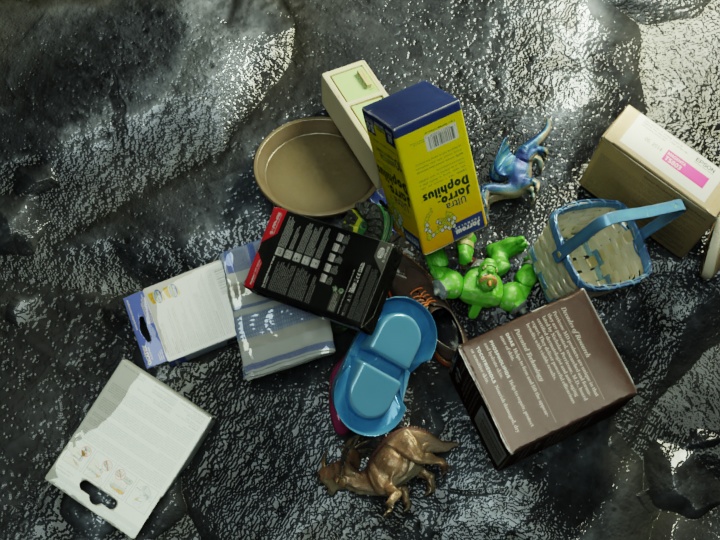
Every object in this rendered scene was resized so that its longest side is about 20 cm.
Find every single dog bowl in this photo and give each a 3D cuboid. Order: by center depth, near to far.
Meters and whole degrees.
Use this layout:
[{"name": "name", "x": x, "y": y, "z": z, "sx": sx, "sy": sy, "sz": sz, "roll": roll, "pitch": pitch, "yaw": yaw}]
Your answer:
[{"name": "dog bowl", "x": 0.028, "y": 0.133, "z": 1.670, "sx": 0.111, "sy": 0.050, "sz": 0.202, "roll": 29, "pitch": 80, "yaw": -17}]

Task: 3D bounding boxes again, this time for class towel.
[{"name": "towel", "x": -0.122, "y": 0.046, "z": 1.710, "sx": 0.145, "sy": 0.024, "sz": 0.202, "roll": -17, "pitch": 73, "yaw": 13}]

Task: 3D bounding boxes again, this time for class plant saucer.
[{"name": "plant saucer", "x": -0.063, "y": -0.152, "z": 1.797, "sx": 0.197, "sy": 0.030, "sz": 0.202, "roll": 0, "pitch": 53, "yaw": 0}]

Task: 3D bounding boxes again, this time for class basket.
[{"name": "basket", "x": 0.343, "y": -0.039, "z": 1.685, "sx": 0.175, "sy": 0.200, "sz": 0.141, "roll": -8, "pitch": 73, "yaw": -36}]

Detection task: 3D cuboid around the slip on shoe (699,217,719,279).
[{"name": "slip on shoe", "x": 0.565, "y": -0.072, "z": 1.785, "sx": 0.060, "sy": 0.076, "sz": 0.201, "roll": 22, "pitch": 67, "yaw": 12}]

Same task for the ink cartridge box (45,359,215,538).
[{"name": "ink cartridge box", "x": -0.327, "y": 0.253, "z": 1.699, "sx": 0.162, "sy": 0.057, "sz": 0.201, "roll": 31, "pitch": 84, "yaw": 8}]

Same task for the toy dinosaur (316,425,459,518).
[{"name": "toy dinosaur", "x": 0.044, "y": 0.266, "z": 1.677, "sx": 0.199, "sy": 0.086, "sz": 0.136, "roll": -32, "pitch": 69, "yaw": -15}]

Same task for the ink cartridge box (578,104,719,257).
[{"name": "ink cartridge box", "x": 0.435, "y": -0.128, "z": 1.750, "sx": 0.199, "sy": 0.165, "sz": 0.075, "roll": 38, "pitch": 72, "yaw": 10}]

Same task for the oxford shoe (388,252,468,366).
[{"name": "oxford shoe", "x": 0.097, "y": 0.045, "z": 1.744, "sx": 0.071, "sy": 0.073, "sz": 0.201, "roll": -35, "pitch": 77, "yaw": -10}]

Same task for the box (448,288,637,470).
[{"name": "box", "x": 0.249, "y": 0.156, "z": 1.664, "sx": 0.198, "sy": 0.166, "sz": 0.165, "roll": -24, "pitch": 74, "yaw": -8}]

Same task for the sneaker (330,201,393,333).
[{"name": "sneaker", "x": 0.000, "y": 0.000, "z": 1.722, "sx": 0.078, "sy": 0.085, "sz": 0.202, "roll": 29, "pitch": 103, "yaw": 25}]

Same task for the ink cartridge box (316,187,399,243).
[{"name": "ink cartridge box", "x": -0.022, "y": -0.049, "z": 1.791, "sx": 0.200, "sy": 0.039, "sz": 0.100, "roll": -41, "pitch": 77, "yaw": -12}]

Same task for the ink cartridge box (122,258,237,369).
[{"name": "ink cartridge box", "x": -0.238, "y": 0.061, "z": 1.755, "sx": 0.198, "sy": 0.042, "sz": 0.120, "roll": -21, "pitch": 75, "yaw": -9}]

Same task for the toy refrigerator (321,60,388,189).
[{"name": "toy refrigerator", "x": 0.015, "y": -0.224, "z": 1.792, "sx": 0.075, "sy": 0.070, "sz": 0.201, "roll": -20, "pitch": 55, "yaw": -15}]

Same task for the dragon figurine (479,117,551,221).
[{"name": "dragon figurine", "x": 0.231, "y": -0.163, "z": 1.815, "sx": 0.098, "sy": 0.059, "sz": 0.202, "roll": 16, "pitch": 75, "yaw": 4}]

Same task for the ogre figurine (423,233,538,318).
[{"name": "ogre figurine", "x": 0.181, "y": 0.001, "z": 1.748, "sx": 0.199, "sy": 0.098, "sz": 0.121, "roll": 24, "pitch": 52, "yaw": -24}]

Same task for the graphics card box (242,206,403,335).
[{"name": "graphics card box", "x": -0.052, "y": -0.001, "z": 1.656, "sx": 0.198, "sy": 0.051, "sz": 0.127, "roll": 17, "pitch": 80, "yaw": 26}]

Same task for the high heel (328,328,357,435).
[{"name": "high heel", "x": 0.015, "y": 0.139, "z": 1.704, "sx": 0.095, "sy": 0.067, "sz": 0.202, "roll": -2, "pitch": 67, "yaw": 33}]

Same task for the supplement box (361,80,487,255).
[{"name": "supplement box", "x": 0.091, "y": -0.145, "z": 1.676, "sx": 0.109, "sy": 0.202, "sz": 0.109, "roll": -25, "pitch": 31, "yaw": -14}]
